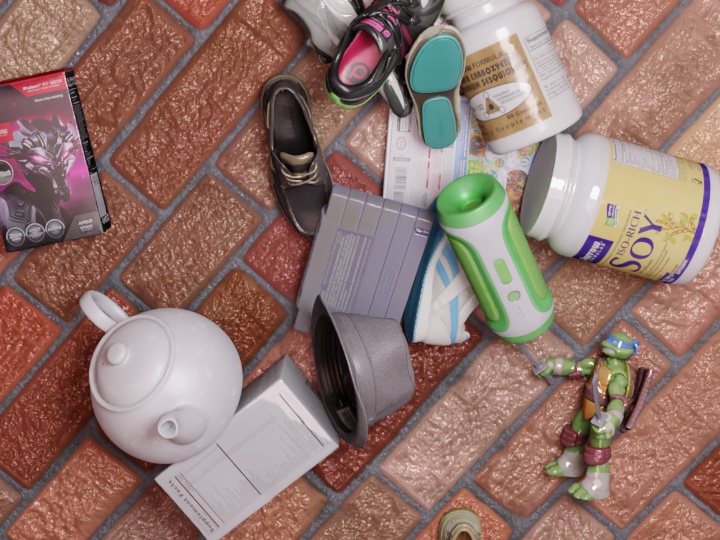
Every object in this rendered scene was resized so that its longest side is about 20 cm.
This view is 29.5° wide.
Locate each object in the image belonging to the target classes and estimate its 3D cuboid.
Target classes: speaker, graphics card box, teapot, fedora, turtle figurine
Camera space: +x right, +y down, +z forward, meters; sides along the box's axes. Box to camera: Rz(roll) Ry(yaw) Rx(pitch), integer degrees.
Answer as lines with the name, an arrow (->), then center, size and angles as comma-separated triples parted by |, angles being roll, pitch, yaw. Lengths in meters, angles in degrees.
speaker -> 0.155, -0.012, 1.553 | 0.088, 0.089, 0.200 | -24, 125, 6
graphics card box -> -0.382, -0.131, 1.627 | 0.125, 0.051, 0.201 | -10, 102, 3
teapot -> -0.246, 0.119, 1.594 | 0.199, 0.146, 0.198 | -5, 62, 31
fedora -> 0.007, 0.110, 1.591 | 0.090, 0.177, 0.200 | -15, 145, -15
turtle figurine -> 0.251, 0.168, 1.630 | 0.144, 0.200, 0.195 | 17, 109, 33

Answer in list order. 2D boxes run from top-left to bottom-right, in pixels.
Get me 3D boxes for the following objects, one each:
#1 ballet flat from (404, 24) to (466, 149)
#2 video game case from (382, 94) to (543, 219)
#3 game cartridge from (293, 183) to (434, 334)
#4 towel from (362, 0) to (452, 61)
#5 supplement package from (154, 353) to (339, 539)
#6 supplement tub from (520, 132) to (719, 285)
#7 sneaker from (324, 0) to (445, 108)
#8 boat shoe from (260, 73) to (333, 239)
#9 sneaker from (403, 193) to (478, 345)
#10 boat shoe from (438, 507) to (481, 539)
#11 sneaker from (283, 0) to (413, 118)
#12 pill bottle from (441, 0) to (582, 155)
ballet flat -> 0.080, -0.215, 1.521 | 0.067, 0.063, 0.200 | -6, 146, -3
video game case -> 0.129, -0.136, 1.629 | 0.199, 0.018, 0.144 | 4, 102, 1
game cartridge -> 0.000, 0.000, 1.625 | 0.129, 0.038, 0.201 | 18, 122, 1
towel -> 0.056, -0.331, 1.588 | 0.144, 0.023, 0.200 | 29, 100, -4
supplement package -> -0.135, 0.216, 1.662 | 0.200, 0.110, 0.114 | -38, 99, 8
supplement tub -> 0.297, -0.074, 1.566 | 0.199, 0.145, 0.146 | 14, 102, -7
sneaker -> 0.032, -0.262, 1.476 | 0.077, 0.084, 0.200 | 31, 95, 0
boat shoe -> -0.078, -0.129, 1.607 | 0.074, 0.073, 0.201 | -15, 102, 5
sneaker -> 0.109, -0.006, 1.628 | 0.080, 0.077, 0.201 | 6, 114, -15
boat shoe -> 0.125, 0.402, 1.719 | 0.073, 0.063, 0.201 | -5, 102, 2
sneaker -> -0.009, -0.255, 1.564 | 0.079, 0.074, 0.200 | -37, 91, 17
pill bottle -> 0.161, -0.242, 1.540 | 0.114, 0.114, 0.201 | -24, 98, 6
